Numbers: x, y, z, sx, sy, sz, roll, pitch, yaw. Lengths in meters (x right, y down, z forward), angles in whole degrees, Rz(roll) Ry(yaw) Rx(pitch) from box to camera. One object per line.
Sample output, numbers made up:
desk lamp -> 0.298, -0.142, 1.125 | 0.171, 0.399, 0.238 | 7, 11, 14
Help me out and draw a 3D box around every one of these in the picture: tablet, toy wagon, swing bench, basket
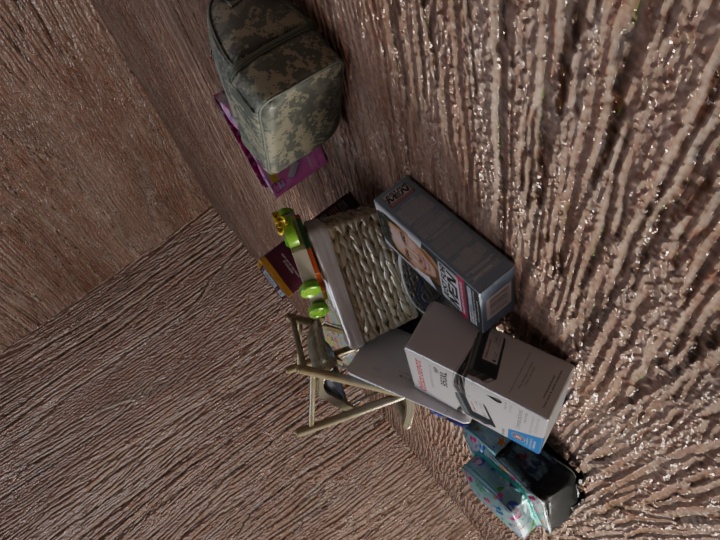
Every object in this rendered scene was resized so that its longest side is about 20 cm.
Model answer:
tablet -> 0.093, 0.151, 0.945 | 0.199, 0.130, 0.014 | 21, 130, 17
toy wagon -> -0.092, -0.024, 0.948 | 0.200, 0.039, 0.156 | 78, 172, -60
swing bench -> -0.022, 0.166, 1.056 | 0.199, 0.199, 0.131 | -119, 30, -65
basket -> 0.000, 0.000, 0.981 | 0.136, 0.123, 0.201 | -129, 19, -77

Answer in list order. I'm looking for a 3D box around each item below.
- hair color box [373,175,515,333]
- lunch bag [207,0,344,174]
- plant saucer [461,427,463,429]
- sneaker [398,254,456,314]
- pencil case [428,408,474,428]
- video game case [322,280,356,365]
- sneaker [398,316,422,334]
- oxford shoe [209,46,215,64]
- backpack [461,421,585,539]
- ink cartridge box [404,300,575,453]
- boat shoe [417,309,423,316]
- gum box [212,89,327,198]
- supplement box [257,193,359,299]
hair color box -> 0.106, -0.023, 0.787 | 0.200, 0.061, 0.099 | 46, 166, 33
lunch bag -> -0.119, -0.253, 0.801 | 0.168, 0.139, 0.200 | 50, 167, 11
plant saucer -> 0.259, 0.338, 1.300 | 0.200, 0.032, 0.200 | 51, 168, 15
sneaker -> 0.111, 0.044, 0.943 | 0.201, 0.074, 0.087 | 58, 172, -20
pencil case -> 0.177, 0.232, 1.092 | 0.200, 0.086, 0.078 | 39, -150, -59
video game case -> -0.004, 0.124, 1.226 | 0.181, 0.023, 0.201 | 18, 134, 32
sneaker -> 0.135, 0.137, 1.021 | 0.200, 0.104, 0.060 | 46, 166, 31
oxford shoe -> -0.224, -0.374, 1.011 | 0.071, 0.075, 0.200 | 59, 167, -30
backpack -> 0.260, 0.339, 1.049 | 0.200, 0.150, 0.178 | 48, 169, 44
ink cartridge box -> 0.168, 0.143, 0.822 | 0.199, 0.084, 0.145 | 25, 156, 24
boat shoe -> 0.102, 0.086, 1.112 | 0.200, 0.072, 0.069 | 48, -170, -9
gum box -> -0.143, -0.228, 1.025 | 0.066, 0.113, 0.200 | 41, 164, 42
supplement box -> -0.083, -0.041, 1.114 | 0.086, 0.200, 0.110 | 53, 168, -4
